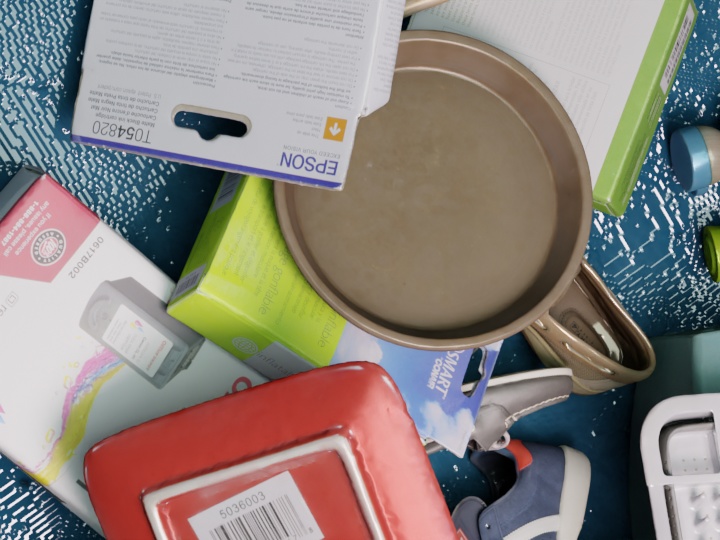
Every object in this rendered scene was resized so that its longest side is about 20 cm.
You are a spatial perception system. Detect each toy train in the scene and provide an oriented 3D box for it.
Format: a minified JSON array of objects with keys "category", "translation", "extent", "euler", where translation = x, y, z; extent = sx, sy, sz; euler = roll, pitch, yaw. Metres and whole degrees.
[{"category":"toy train","translation":[0.279,-0.015,1.737],"extent":[0.115,0.085,0.201],"euler":[-14,99,-5]}]

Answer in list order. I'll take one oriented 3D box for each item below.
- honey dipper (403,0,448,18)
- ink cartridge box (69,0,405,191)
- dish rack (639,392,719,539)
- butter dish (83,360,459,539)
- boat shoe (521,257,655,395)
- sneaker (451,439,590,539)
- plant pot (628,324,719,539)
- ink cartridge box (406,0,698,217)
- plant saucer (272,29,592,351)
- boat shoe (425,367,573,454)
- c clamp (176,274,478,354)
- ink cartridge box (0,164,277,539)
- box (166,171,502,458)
[{"category":"honey dipper","translation":[0.040,-0.170,1.633],"extent":[0.199,0.038,0.038],"euler":[-22,101,6]},{"category":"ink cartridge box","translation":[-0.069,-0.158,1.571],"extent":[0.199,0.041,0.201],"euler":[12,91,26]},{"category":"dish rack","translation":[0.255,0.174,1.601],"extent":[0.171,0.044,0.201],"euler":[-2,70,-16]},{"category":"butter dish","translation":[-0.031,0.150,1.545],"extent":[0.199,0.148,0.200],"euler":[-18,100,17]},{"category":"boat shoe","translation":[0.114,-0.002,1.680],"extent":[0.200,0.064,0.071],"euler":[45,61,-21]},{"category":"sneaker","translation":[0.092,0.193,1.664],"extent":[0.084,0.075,0.201],"euler":[17,48,-10]},{"category":"plant pot","translation":[0.257,0.134,1.711],"extent":[0.141,0.141,0.201],"euler":[-8,89,-17]},{"category":"ink cartridge box","translation":[0.096,-0.139,1.674],"extent":[0.199,0.076,0.148],"euler":[21,88,13]},{"category":"plant saucer","translation":[0.042,-0.047,1.587],"extent":[0.199,0.029,0.201],"euler":[3,75,-13]},{"category":"boat shoe","translation":[0.043,0.107,1.674],"extent":[0.199,0.067,0.057],"euler":[-12,83,-9]},{"category":"c clamp","translation":[0.000,0.000,1.668],"extent":[0.200,0.027,0.171],"euler":[39,69,-19]},{"category":"ink cartridge box","translation":[-0.170,0.055,1.596],"extent":[0.200,0.086,0.148],"euler":[41,82,-15]},{"category":"box","translation":[-0.009,0.022,1.606],"extent":[0.200,0.048,0.122],"euler":[34,56,-19]}]
